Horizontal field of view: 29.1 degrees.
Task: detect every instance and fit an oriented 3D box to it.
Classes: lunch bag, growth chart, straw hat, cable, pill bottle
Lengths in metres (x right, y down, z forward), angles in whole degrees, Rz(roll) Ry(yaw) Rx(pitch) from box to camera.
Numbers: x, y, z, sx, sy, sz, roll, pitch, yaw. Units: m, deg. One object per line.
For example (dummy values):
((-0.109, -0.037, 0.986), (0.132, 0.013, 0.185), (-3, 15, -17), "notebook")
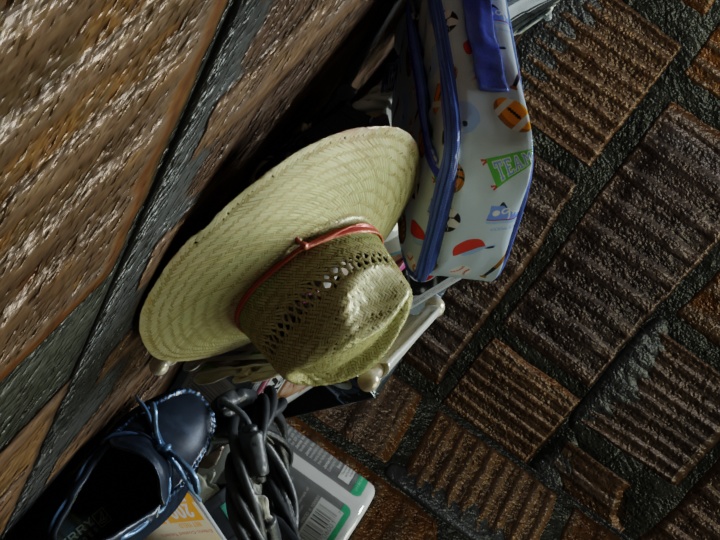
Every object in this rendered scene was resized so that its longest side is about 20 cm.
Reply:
((0.062, -0.105, 0.916), (0.161, 0.074, 0.202), (98, -11, -50), "lunch bag")
((-0.044, 0.044, 0.912), (0.144, 0.198, 0.018), (-36, 118, -50), "growth chart")
((-0.021, 0.018, 0.802), (0.200, 0.085, 0.202), (-32, 156, -16), "straw hat")
((-0.064, 0.170, 1.049), (0.050, 0.165, 0.200), (-18, 171, 1), "cable")
((-0.094, 0.204, 1.363), (0.114, 0.199, 0.113), (-55, 177, -4), "pill bottle")

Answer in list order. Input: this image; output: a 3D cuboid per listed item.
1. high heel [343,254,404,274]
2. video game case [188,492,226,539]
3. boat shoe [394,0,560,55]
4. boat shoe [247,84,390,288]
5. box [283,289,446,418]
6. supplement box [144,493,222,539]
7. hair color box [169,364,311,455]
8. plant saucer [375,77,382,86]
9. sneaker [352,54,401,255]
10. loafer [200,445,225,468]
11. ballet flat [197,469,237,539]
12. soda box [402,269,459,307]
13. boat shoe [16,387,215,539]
((0.000, 0.000, 1.145), (0.096, 0.068, 0.200), (-41, 176, 33), "high heel")
((-0.167, 0.262, 1.088), (0.024, 0.182, 0.201), (1, 131, -49), "video game case")
((0.116, -0.209, 1.013), (0.199, 0.074, 0.068), (-41, 166, 21), "boat shoe")
((-0.020, -0.051, 0.915), (0.093, 0.075, 0.200), (-47, 175, -10), "boat shoe")
((-0.017, 0.047, 1.436), (0.163, 0.086, 0.201), (-19, -153, 45), "box")
((-0.127, 0.251, 0.955), (0.125, 0.200, 0.074), (4, 126, -52), "supplement box")
((-0.073, 0.069, 1.177), (0.199, 0.061, 0.099), (-30, 157, -56), "hair color box")
((-0.014, -0.075, 1.216), (0.201, 0.036, 0.200), (-56, 177, -15), "plant saucer")
((0.033, -0.116, 1.078), (0.076, 0.081, 0.202), (-3, -122, 35), "sneaker")
((-0.122, 0.122, 1.233), (0.073, 0.071, 0.200), (-57, 178, 30), "loafer")
((-0.158, 0.186, 1.139), (0.199, 0.073, 0.073), (3, -130, 49), "ballet flat")
((0.048, -0.052, 1.343), (0.070, 0.064, 0.201), (-30, -151, 13), "soda box")
((-0.145, 0.143, 0.903), (0.069, 0.084, 0.201), (-42, -170, 40), "boat shoe")
